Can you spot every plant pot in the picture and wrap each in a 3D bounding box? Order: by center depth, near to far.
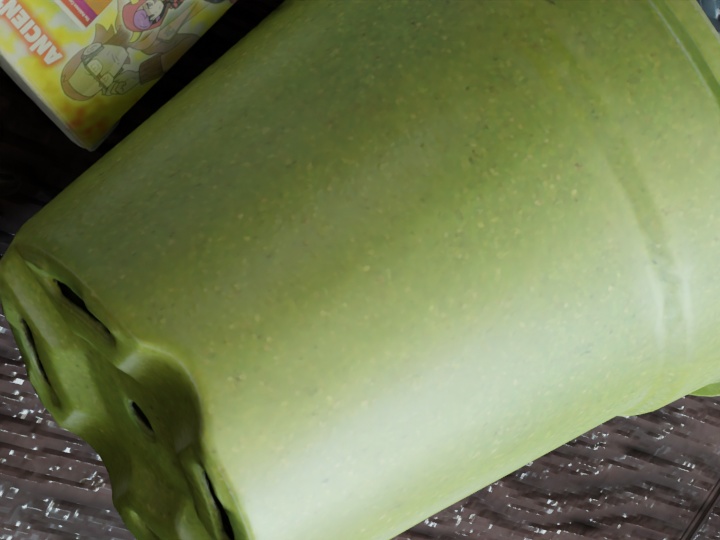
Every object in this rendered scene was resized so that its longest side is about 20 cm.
[{"bbox_3d":[0.000,0.000,0.810,0.184,0.200,0.201,-35,139,-22],"label":"plant pot"}]

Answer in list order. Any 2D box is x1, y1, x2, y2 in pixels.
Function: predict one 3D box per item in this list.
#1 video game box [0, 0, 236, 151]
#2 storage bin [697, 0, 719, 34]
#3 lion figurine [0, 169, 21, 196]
[{"bbox_3d":[-0.068,-0.156,0.747,0.182,0.047,0.200,-47,142,-7],"label":"video game box"},{"bbox_3d":[0.119,-0.093,0.899,0.201,0.093,0.136,77,31,-44],"label":"storage bin"},{"bbox_3d":[-0.190,0.016,0.749,0.199,0.072,0.123,0,127,-49],"label":"lion figurine"}]
